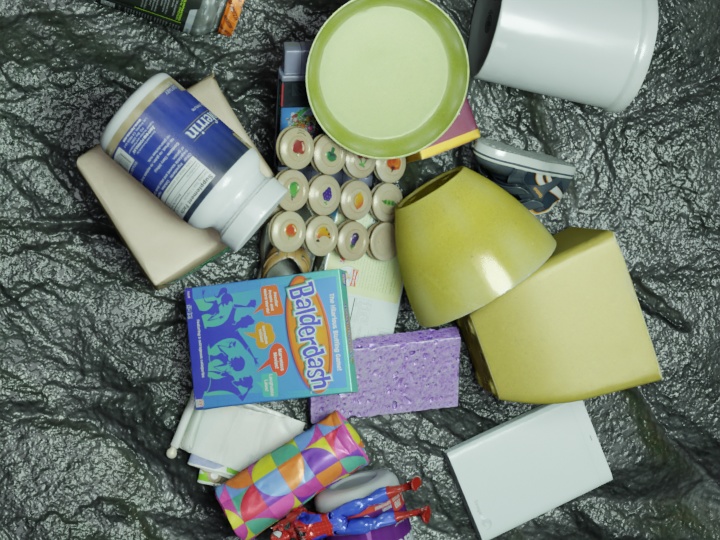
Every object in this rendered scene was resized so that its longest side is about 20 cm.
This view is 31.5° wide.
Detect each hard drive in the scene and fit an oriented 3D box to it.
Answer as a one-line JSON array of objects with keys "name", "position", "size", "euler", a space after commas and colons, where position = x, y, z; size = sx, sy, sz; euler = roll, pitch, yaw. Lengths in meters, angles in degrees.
[{"name": "hard drive", "position": [0.226, 0.261, 1.711], "size": [0.199, 0.026, 0.132], "euler": [-24, 96, -11]}]

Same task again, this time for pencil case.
[{"name": "pencil case", "position": [-0.088, 0.257, 1.596], "size": [0.200, 0.088, 0.089], "euler": [-32, 97, 0]}]

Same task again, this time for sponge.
[{"name": "sponge", "position": [0.031, 0.134, 1.641], "size": [0.199, 0.030, 0.112], "euler": [-5, 122, -11]}]

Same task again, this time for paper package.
[{"name": "paper package", "position": [-0.215, -0.104, 1.561], "size": [0.200, 0.103, 0.191], "euler": [-33, 90, -10]}]

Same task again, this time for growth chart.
[{"name": "growth chart", "position": [-0.146, 0.229, 1.630], "size": [0.200, 0.018, 0.145], "euler": [27, 96, -11]}]

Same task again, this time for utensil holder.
[{"name": "utensil holder", "position": [0.253, -0.302, 1.631], "size": [0.199, 0.170, 0.171], "euler": [9, 90, -9]}]

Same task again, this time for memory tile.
[{"name": "memory tile", "position": [-0.025, -0.090, 1.567], "size": [0.199, 0.017, 0.154], "euler": [5, 93, -39]}]

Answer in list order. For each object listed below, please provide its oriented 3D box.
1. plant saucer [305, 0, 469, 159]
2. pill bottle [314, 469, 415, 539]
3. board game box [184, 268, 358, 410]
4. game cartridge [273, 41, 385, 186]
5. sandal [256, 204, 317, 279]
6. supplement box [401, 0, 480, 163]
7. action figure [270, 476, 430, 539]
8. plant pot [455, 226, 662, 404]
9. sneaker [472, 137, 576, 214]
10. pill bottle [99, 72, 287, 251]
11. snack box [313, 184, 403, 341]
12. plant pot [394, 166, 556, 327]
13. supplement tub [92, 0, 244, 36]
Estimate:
[{"name": "plant saucer", "position": [0.031, -0.234, 1.526], "size": [0.199, 0.031, 0.201], "euler": [-3, 108, -10]}, {"name": "pill bottle", "position": [0.018, 0.363, 1.626], "size": [0.112, 0.112, 0.201], "euler": [-17, 95, -11]}, {"name": "board game box", "position": [-0.110, 0.086, 1.569], "size": [0.199, 0.045, 0.153], "euler": [-8, 83, 9]}, {"name": "game cartridge", "position": [-0.041, -0.189, 1.587], "size": [0.129, 0.038, 0.201], "euler": [-6, 128, -14]}, {"name": "sandal", "position": [-0.101, 0.002, 1.620], "size": [0.081, 0.055, 0.201], "euler": [21, 81, -12]}, {"name": "supplement box", "position": [0.068, -0.244, 1.622], "size": [0.085, 0.110, 0.201], "euler": [-21, 96, -11]}, {"name": "action figure", "position": [-0.025, 0.305, 1.522], "size": [0.199, 0.099, 0.065], "euler": [-18, 94, 18]}, {"name": "plant pot", "position": [0.235, 0.070, 1.630], "size": [0.199, 0.194, 0.196], "euler": [-20, 95, -5]}, {"name": "sneaker", "position": [0.205, -0.115, 1.631], "size": [0.200, 0.078, 0.080], "euler": [8, 108, -50]}, {"name": "pill bottle", "position": [-0.188, -0.120, 1.457], "size": [0.200, 0.116, 0.116], "euler": [41, 84, -3]}, {"name": "snack box", "position": [0.000, 0.000, 1.641], "size": [0.116, 0.037, 0.201], "euler": [13, 89, -25]}, {"name": "plant pot", "position": [0.122, -0.044, 1.586], "size": [0.200, 0.200, 0.142], "euler": [-34, 100, -9]}, {"name": "supplement tub", "position": [-0.237, -0.361, 1.551], "size": [0.199, 0.123, 0.123], "euler": [18, 88, -12]}]
